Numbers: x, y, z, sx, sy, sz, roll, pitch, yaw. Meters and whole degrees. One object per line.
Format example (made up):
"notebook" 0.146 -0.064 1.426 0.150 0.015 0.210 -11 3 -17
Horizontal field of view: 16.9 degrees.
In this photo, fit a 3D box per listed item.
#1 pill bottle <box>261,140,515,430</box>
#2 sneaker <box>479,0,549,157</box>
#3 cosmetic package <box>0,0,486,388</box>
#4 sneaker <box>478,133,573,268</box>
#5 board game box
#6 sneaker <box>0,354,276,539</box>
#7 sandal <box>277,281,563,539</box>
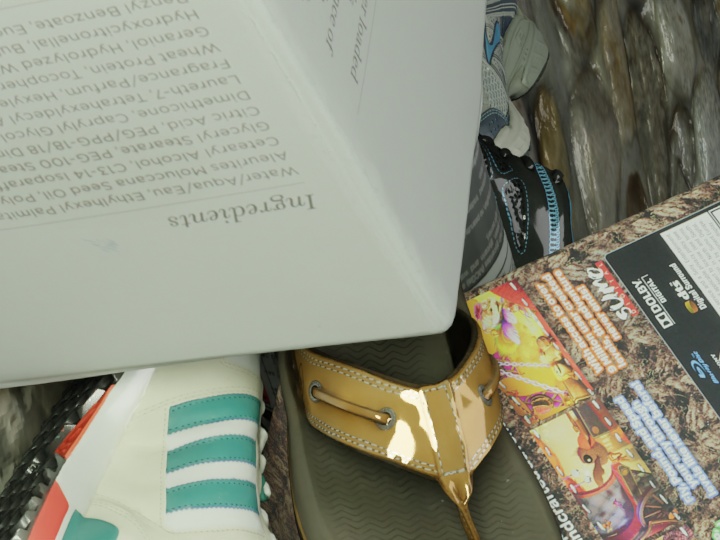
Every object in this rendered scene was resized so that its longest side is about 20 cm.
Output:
"pill bottle" 0.000 0.000 0.926 0.116 0.115 0.201 -67 145 -55
"sneaker" 0.033 -0.096 1.143 0.087 0.077 0.200 61 20 -21
"cosmetic package" -0.072 -0.092 0.684 0.200 0.164 0.166 59 31 -48
"sneaker" 0.039 -0.033 1.035 0.082 0.073 0.201 -31 98 -24
"board game box" 0.089 0.083 0.830 0.160 0.199 0.097 56 -25 23
"sneaker" -0.057 0.077 0.751 0.093 0.070 0.200 40 37 -10
"sandal" 0.016 0.033 0.756 0.055 0.081 0.201 105 -22 -56
